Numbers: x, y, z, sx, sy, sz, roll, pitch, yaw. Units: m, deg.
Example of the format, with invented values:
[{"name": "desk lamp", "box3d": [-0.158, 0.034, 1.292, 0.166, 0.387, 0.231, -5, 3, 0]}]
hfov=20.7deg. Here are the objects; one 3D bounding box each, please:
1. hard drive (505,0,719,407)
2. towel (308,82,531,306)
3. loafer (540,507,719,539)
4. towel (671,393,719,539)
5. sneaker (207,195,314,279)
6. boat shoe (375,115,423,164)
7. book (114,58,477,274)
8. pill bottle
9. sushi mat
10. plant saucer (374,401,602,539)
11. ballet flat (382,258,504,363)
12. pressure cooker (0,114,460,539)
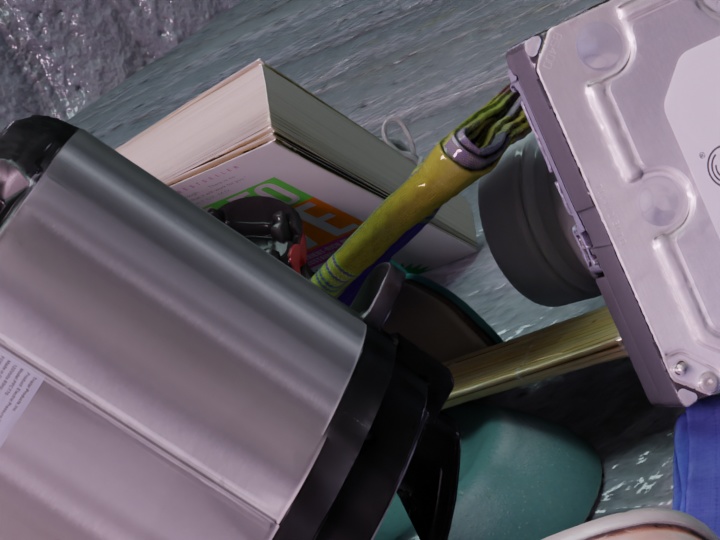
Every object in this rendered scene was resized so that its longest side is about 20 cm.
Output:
[{"name": "hard drive", "box3d": [0.166, -0.055, 0.703, 0.198, 0.141, 0.038, -24, 1, -12]}, {"name": "towel", "box3d": [0.000, 0.000, 0.820, 0.200, 0.023, 0.144, -46, -1, 22]}, {"name": "loafer", "box3d": [0.022, 0.142, 0.542, 0.199, 0.072, 0.063, -34, 31, 14]}, {"name": "towel", "box3d": [0.186, 0.043, 0.612, 0.199, 0.024, 0.145, -26, 15, 20]}, {"name": "sneaker", "box3d": [-0.069, 0.066, 0.984, 0.070, 0.098, 0.202, 6, 57, 29]}, {"name": "boat shoe", "box3d": [0.017, -0.055, 1.255, 0.085, 0.075, 0.202, -26, 4, 8]}, {"name": "book", "box3d": [-0.044, -0.032, 1.080, 0.133, 0.049, 0.199, -24, -29, 27]}, {"name": "pill bottle", "box3d": [0.149, -0.047, 0.830, 0.199, 0.112, 0.111, -19, 17, 42]}, {"name": "sushi mat", "box3d": [0.035, 0.046, 0.800, 0.198, 0.012, 0.096, -20, 6, 20]}, {"name": "plant saucer", "box3d": [-0.002, 0.106, 0.766, 0.199, 0.036, 0.200, -29, 13, 7]}, {"name": "ballet flat", "box3d": [0.018, 0.036, 0.939, 0.069, 0.070, 0.200, -31, 10, -5]}, {"name": "pressure cooker", "box3d": [-0.072, 0.072, 0.631, 0.176, 0.199, 0.179, -53, 8, 37]}]
